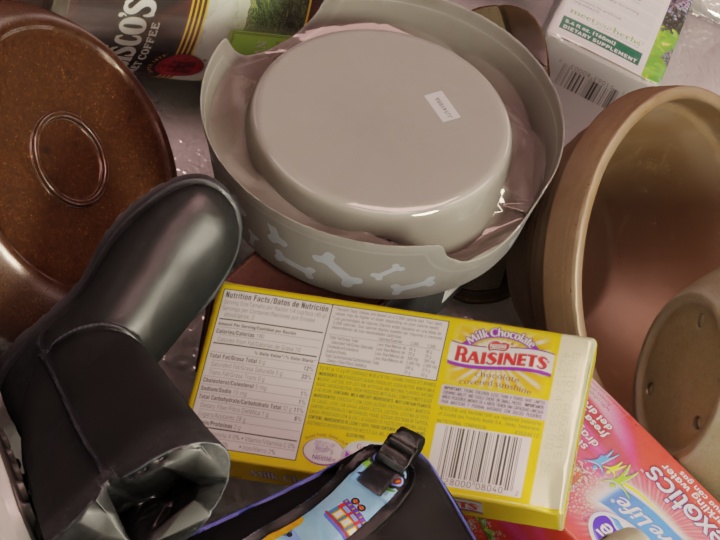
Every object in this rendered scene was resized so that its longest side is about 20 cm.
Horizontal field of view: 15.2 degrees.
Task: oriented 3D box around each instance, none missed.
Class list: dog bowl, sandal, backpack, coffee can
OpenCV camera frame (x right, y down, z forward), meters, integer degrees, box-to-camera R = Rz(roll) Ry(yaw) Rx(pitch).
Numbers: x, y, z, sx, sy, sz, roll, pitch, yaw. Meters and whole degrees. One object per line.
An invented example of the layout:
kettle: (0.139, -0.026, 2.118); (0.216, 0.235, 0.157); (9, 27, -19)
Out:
dog bowl: (0.009, -0.067, 1.466); (0.198, 0.059, 0.201); (5, 48, -6)
sandal: (0.079, -0.066, 1.620); (0.081, 0.055, 0.201); (0, 61, -1)
backpack: (-0.026, 0.198, 1.260); (0.199, 0.135, 0.183); (-21, 58, -18)
coffee can: (-0.102, -0.184, 1.585); (0.198, 0.147, 0.147); (3, 47, -23)

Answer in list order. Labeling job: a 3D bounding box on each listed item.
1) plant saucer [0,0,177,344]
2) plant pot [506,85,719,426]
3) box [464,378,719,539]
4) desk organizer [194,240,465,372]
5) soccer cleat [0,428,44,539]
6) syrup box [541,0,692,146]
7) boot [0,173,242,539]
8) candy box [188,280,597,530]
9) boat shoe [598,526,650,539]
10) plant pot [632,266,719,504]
plant saucer: (-0.164, -0.055, 1.440); (0.200, 0.034, 0.202); (22, 59, -42)
plant pot: (0.149, -0.005, 1.542); (0.092, 0.202, 0.200); (5, 25, 43)
box: (0.135, 0.162, 1.397); (0.095, 0.100, 0.200); (-27, 64, -41)
desk organizer: (0.000, 0.000, 1.490); (0.077, 0.072, 0.200); (33, 51, 17)
soccer cleat: (-0.213, 0.081, 1.341); (0.073, 0.068, 0.201); (-24, 49, -5)
syrup box: (0.165, -0.165, 1.743); (0.078, 0.082, 0.201); (27, 44, 0)
boot: (-0.101, 0.050, 1.302); (0.066, 0.165, 0.200); (39, 6, -22)
candy box: (0.014, 0.068, 1.365); (0.198, 0.026, 0.103); (9, 57, 10)
boat shoe: (0.106, 0.179, 1.296); (0.062, 0.200, 0.072); (-23, 72, -13)
plant pot: (0.226, 0.068, 1.445); (0.134, 0.201, 0.201); (12, 44, -25)
